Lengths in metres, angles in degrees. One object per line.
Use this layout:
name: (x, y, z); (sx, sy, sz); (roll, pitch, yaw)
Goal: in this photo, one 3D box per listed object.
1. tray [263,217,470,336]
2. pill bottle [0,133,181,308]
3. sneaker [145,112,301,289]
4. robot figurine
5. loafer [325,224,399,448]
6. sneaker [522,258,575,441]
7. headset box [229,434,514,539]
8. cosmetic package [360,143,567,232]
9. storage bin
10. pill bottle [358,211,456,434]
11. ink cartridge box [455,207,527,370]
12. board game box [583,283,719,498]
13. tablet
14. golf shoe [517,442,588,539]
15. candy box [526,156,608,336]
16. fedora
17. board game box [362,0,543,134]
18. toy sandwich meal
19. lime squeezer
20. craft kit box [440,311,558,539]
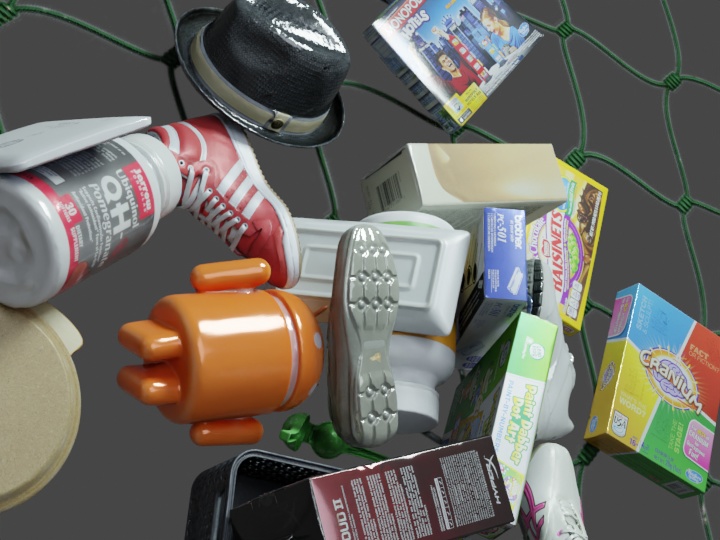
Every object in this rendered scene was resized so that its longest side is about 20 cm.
tray: (0.000, 0.000, 1.149); (0.022, 0.198, 0.108); (51, 48, -61)
pill bottle: (-0.241, -0.053, 1.026); (0.111, 0.110, 0.200); (54, 33, -2)
sneaker: (-0.138, -0.060, 1.136); (0.112, 0.071, 0.201); (-12, 62, -36)
robot figurine: (-0.116, 0.074, 1.078); (0.198, 0.117, 0.145); (-3, 63, -34)
loafer: (-0.005, 0.060, 1.093); (0.069, 0.070, 0.202); (3, 86, -37)
sneaker: (0.191, 0.089, 1.298); (0.087, 0.074, 0.202); (9, 80, -39)
headset box: (-0.001, 0.200, 0.968); (0.198, 0.148, 0.076); (-7, 75, -34)
cosmetic package: (0.112, -0.086, 1.293); (0.198, 0.105, 0.072); (-4, 73, -34)
storage bin: (-0.050, 0.250, 1.067); (0.198, 0.094, 0.136); (17, 64, -25)
pill bottle: (0.040, 0.054, 1.187); (0.110, 0.111, 0.202); (16, 64, -26)
ink cartridge box: (0.121, 0.023, 1.195); (0.044, 0.200, 0.095); (5, 67, -6)
board game box: (0.346, 0.138, 1.388); (0.152, 0.040, 0.201); (31, 58, -19)
tablet: (-0.276, -0.107, 1.008); (0.130, 0.199, 0.014); (-27, 110, -36)
golf shoe: (0.206, 0.272, 1.213); (0.072, 0.092, 0.202); (14, 67, -27)
candy box: (0.227, -0.034, 1.391); (0.102, 0.026, 0.201); (27, 59, -17)
fedora: (-0.082, -0.218, 1.199); (0.199, 0.092, 0.202); (27, 39, -23)
board game box: (0.085, -0.281, 1.378); (0.200, 0.062, 0.200); (47, 55, -6)
toy sandwich meal: (-0.321, 0.102, 0.975); (0.203, 0.070, 0.207); (10, 70, -27)
lime squeezer: (-0.029, 0.159, 1.132); (0.199, 0.070, 0.038); (26, 68, -50)
craft kit box: (0.116, 0.169, 1.137); (0.048, 0.198, 0.201); (22, 60, -7)
